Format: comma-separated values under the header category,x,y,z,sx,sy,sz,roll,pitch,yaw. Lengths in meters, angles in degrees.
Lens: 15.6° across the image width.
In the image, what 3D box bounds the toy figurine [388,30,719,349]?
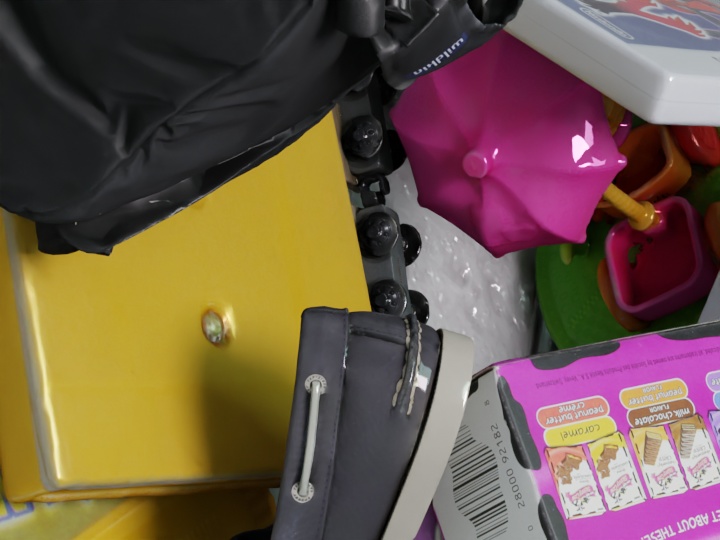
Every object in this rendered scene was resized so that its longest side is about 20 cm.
category,x,y,z,sx,sy,sz,roll,pitch,yaw
toy figurine,0.086,-0.063,1.070,0.184,0.150,0.201,29,42,-50

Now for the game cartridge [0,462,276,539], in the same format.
category,x,y,z,sx,sy,sz,roll,pitch,yaw
game cartridge,-0.112,0.049,0.885,0.176,0.032,0.201,-34,100,-51

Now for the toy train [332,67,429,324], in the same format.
category,x,y,z,sx,sy,sz,roll,pitch,yaw
toy train,0.000,0.000,1.034,0.034,0.046,0.201,21,58,-64

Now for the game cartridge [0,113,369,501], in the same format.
category,x,y,z,sx,sy,sz,roll,pitch,yaw
game cartridge,-0.069,-0.023,0.913,0.176,0.032,0.201,2,72,-50

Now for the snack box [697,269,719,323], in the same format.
category,x,y,z,sx,sy,sz,roll,pitch,yaw
snack box,0.227,0.050,1.054,0.199,0.053,0.143,29,78,-26

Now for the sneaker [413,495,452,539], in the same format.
category,x,y,z,sx,sy,sz,roll,pitch,yaw
sneaker,0.014,0.133,0.940,0.075,0.099,0.201,33,64,-20

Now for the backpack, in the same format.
category,x,y,z,sx,sy,sz,roll,pitch,yaw
backpack,-0.033,-0.104,0.835,0.127,0.166,0.200,60,32,-4

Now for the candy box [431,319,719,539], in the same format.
category,x,y,z,sx,sy,sz,roll,pitch,yaw
candy box,0.111,0.125,0.900,0.136,0.061,0.201,-8,72,-37

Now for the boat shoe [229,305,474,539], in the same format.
category,x,y,z,sx,sy,sz,roll,pitch,yaw
boat shoe,-0.026,0.099,0.883,0.062,0.201,0.073,20,22,-10

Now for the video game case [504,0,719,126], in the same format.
category,x,y,z,sx,sy,sz,roll,pitch,yaw
video game case,0.109,-0.106,1.028,0.182,0.200,0.023,0,118,-44
